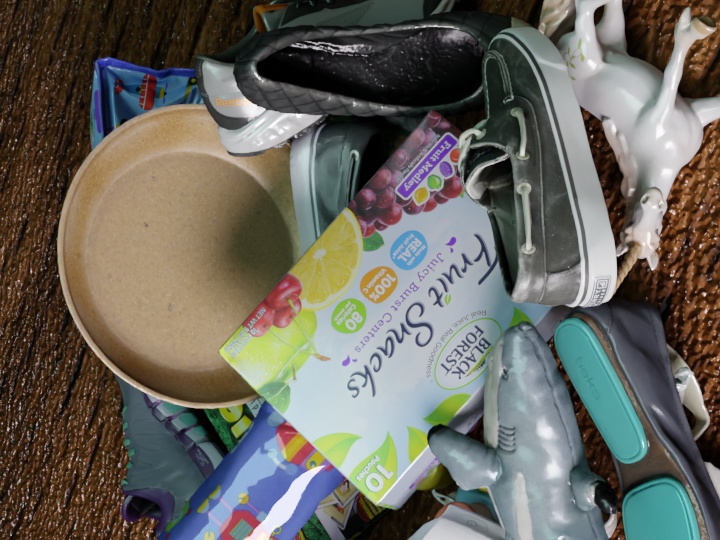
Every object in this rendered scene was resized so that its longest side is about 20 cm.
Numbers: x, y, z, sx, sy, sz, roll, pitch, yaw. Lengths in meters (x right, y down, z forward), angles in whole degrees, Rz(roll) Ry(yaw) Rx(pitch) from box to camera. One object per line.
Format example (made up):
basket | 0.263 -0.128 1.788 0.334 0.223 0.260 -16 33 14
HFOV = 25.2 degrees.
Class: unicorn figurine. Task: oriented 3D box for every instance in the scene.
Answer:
unicorn figurine | 0.161 -0.098 0.930 0.138 0.074 0.200 -64 34 34

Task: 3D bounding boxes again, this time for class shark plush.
shark plush | 0.108 0.132 0.886 0.083 0.091 0.200 -46 52 52

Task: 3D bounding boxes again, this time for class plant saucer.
plant saucer | -0.107 -0.008 1.066 0.035 0.200 0.201 -17 75 63

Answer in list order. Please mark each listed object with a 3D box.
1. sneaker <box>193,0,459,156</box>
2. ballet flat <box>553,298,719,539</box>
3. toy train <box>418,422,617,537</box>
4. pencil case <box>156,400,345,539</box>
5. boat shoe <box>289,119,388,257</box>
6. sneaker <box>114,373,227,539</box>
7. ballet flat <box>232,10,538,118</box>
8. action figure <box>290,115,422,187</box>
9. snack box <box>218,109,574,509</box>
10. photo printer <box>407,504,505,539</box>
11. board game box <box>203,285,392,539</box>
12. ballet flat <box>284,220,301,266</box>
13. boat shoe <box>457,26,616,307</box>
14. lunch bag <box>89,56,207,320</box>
sneaker | -0.018 -0.155 1.042 0.079 0.200 0.074 59 168 -24
ballet flat | 0.172 0.106 0.892 0.073 0.073 0.200 -27 80 41
toy train | 0.071 0.100 1.011 0.150 0.056 0.200 -46 57 34
pencil case | -0.076 0.160 1.052 0.200 0.078 0.087 -51 11 4
boat shoe | 0.000 0.000 1.057 0.057 0.069 0.201 -1 107 35
sneaker | -0.157 0.132 1.198 0.087 0.074 0.200 -36 44 -9
ballet flat | 0.022 -0.122 0.993 0.057 0.199 0.067 -129 34 -76
action figure | -0.012 -0.097 1.112 0.200 0.055 0.118 30 106 38
snack box | 0.033 0.024 0.977 0.142 0.053 0.200 41 90 19
photo printer | 0.065 0.249 0.962 0.166 0.069 0.200 39 117 10
board game box | -0.055 0.100 1.126 0.105 0.023 0.200 -44 72 33
ballet flat | -0.057 0.026 1.159 0.200 0.046 0.067 -47 69 29
boat shoe | 0.090 -0.065 0.915 0.071 0.063 0.200 101 163 -48
lunch bag | -0.151 -0.031 1.156 0.151 0.094 0.201 128 144 -74
